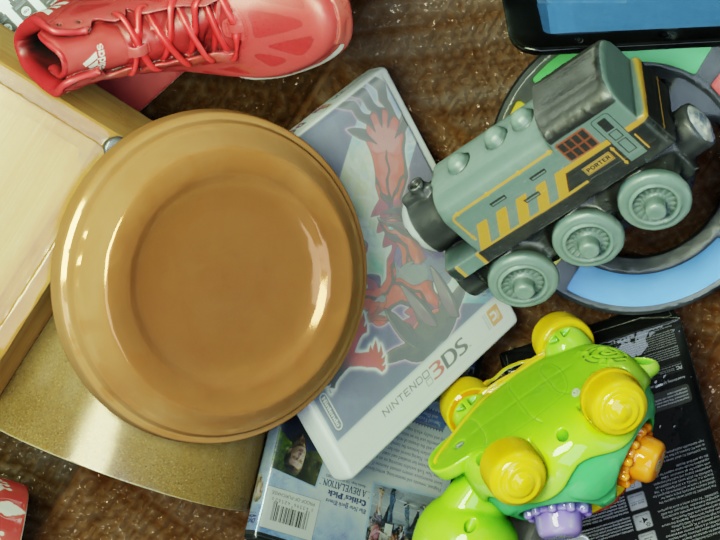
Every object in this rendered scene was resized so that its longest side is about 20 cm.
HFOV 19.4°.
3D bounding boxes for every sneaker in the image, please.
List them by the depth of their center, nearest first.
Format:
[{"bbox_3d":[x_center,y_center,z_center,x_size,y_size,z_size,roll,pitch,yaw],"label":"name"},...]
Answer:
[{"bbox_3d":[-0.110,-0.127,1.198,0.200,0.116,0.078,-2,113,33],"label":"sneaker"}]

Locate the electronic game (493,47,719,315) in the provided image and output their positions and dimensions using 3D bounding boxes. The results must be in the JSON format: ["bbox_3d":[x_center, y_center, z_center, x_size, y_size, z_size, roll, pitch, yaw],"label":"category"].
[{"bbox_3d":[0.183,-0.068,1.395,0.200,0.042,0.200,0,102,-1],"label":"electronic game"}]

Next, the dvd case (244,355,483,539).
[{"bbox_3d":[0.009,0.096,1.377,0.143,0.018,0.200,20,75,-29],"label":"dvd case"}]

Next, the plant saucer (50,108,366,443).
[{"bbox_3d":[-0.082,0.005,1.243,0.200,0.037,0.201,-3,96,-27],"label":"plant saucer"}]

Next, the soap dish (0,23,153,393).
[{"bbox_3d":[-0.233,-0.041,1.258,0.157,0.081,0.200,32,90,-11],"label":"soap dish"}]

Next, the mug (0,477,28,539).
[{"bbox_3d":[-0.334,0.178,1.404,0.200,0.178,0.134,14,67,-12],"label":"mug"}]

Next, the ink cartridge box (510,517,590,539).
[{"bbox_3d":[0.090,0.240,1.429,0.200,0.067,0.116,-22,103,20],"label":"ink cartridge box"}]

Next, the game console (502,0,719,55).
[{"bbox_3d":[0.185,-0.234,1.318,0.200,0.116,0.176,-3,105,-4],"label":"game console"}]

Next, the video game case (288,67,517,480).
[{"bbox_3d":[0.000,0.000,1.340,0.182,0.023,0.200,-41,110,-34],"label":"video game case"}]

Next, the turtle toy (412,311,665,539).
[{"bbox_3d":[0.112,0.122,1.343,0.200,0.146,0.101,-36,112,2],"label":"turtle toy"}]

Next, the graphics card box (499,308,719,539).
[{"bbox_3d":[0.182,0.134,1.447,0.125,0.051,0.200,-18,106,1],"label":"graphics card box"}]

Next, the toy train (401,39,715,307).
[{"bbox_3d":[0.120,-0.058,1.315,0.200,0.085,0.114,-33,123,29],"label":"toy train"}]

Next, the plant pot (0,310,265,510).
[{"bbox_3d":[-0.125,0.028,1.345,0.186,0.186,0.200,20,90,-9],"label":"plant pot"}]

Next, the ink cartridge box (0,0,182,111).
[{"bbox_3d":[-0.153,-0.197,1.322,0.200,0.084,0.176,-42,104,7],"label":"ink cartridge box"}]
